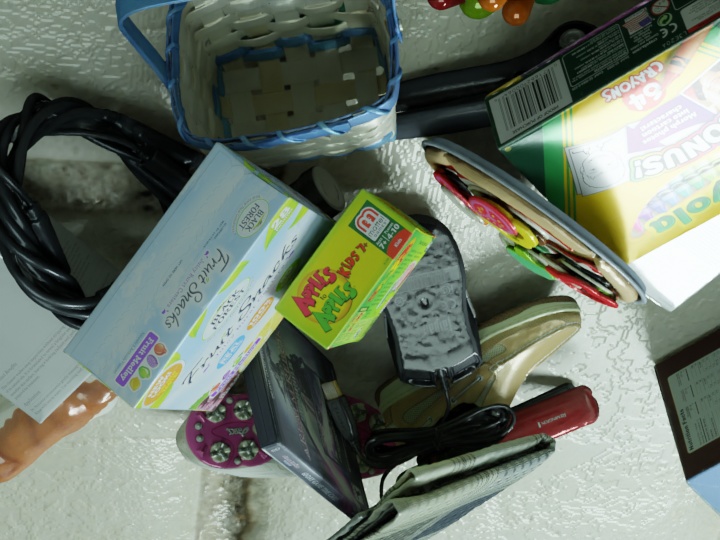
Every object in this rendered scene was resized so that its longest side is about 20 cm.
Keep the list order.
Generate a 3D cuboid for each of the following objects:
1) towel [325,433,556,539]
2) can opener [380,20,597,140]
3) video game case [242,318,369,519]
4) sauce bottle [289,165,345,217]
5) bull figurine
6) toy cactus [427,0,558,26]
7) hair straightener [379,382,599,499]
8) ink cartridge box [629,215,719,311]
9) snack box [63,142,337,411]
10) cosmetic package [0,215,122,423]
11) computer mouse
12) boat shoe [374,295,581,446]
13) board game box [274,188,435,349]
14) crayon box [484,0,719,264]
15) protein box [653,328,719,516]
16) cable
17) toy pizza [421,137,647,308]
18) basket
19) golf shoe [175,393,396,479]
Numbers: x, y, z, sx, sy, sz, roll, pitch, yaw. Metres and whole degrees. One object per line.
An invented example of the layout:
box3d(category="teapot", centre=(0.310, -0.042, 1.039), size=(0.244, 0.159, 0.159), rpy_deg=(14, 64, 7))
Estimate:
box3d(category="towel", centre=(0.036, 0.196, 1.447), size=(0.200, 0.035, 0.193), rpy_deg=(-14, 160, -46))
box3d(category="can opener", centre=(0.103, -0.126, 1.296), size=(0.200, 0.063, 0.079), rpy_deg=(-12, 133, 6))
box3d(category="video game case", centre=(-0.047, 0.103, 1.398), size=(0.019, 0.143, 0.200), rpy_deg=(-21, 151, 11))
box3d(category="sauce bottle", centre=(-0.100, -0.012, 1.382), size=(0.200, 0.065, 0.065), rpy_deg=(-30, 128, 22))
box3d(category="bull figurine", centre=(-0.273, 0.106, 1.477), size=(0.121, 0.065, 0.200), rpy_deg=(34, 119, -26))
box3d(category="toy cactus", centre=(0.154, -0.225, 1.208), size=(0.165, 0.102, 0.200), rpy_deg=(16, 129, -43))
box3d(category="hair straightener", centre=(0.103, 0.149, 1.529), size=(0.200, 0.077, 0.041), rpy_deg=(-27, 97, -11))
box3d(category="ink cartridge box", centre=(0.270, -0.064, 1.377), size=(0.109, 0.050, 0.200), rpy_deg=(32, 122, -28))
box3d(category="snack box", centre=(-0.098, 0.012, 1.216), size=(0.068, 0.200, 0.169), rpy_deg=(37, 93, 12))
box3d(category="cosmetic package", centre=(-0.276, 0.007, 1.342), size=(0.200, 0.081, 0.113), rpy_deg=(42, 120, -14))
box3d(category="computer mouse", centre=(0.031, 0.058, 1.434), size=(0.140, 0.046, 0.200), rpy_deg=(-18, 102, 4))
box3d(category="boat shoe", centre=(0.105, 0.093, 1.479), size=(0.200, 0.076, 0.072), rpy_deg=(-34, 151, 29))
box3d(category="board game box", centre=(0.000, 0.000, 1.292), size=(0.048, 0.200, 0.102), rpy_deg=(36, 93, 5))
box3d(category="crayon box", centre=(0.217, -0.105, 1.250), size=(0.200, 0.058, 0.173), rpy_deg=(-30, 135, 20))
box3d(category="protein box", centre=(0.391, 0.131, 1.507), size=(0.200, 0.135, 0.199), rpy_deg=(-32, 128, 22))
box3d(category="cable", centre=(-0.194, -0.039, 1.293), size=(0.200, 0.163, 0.051), rpy_deg=(26, 162, -36))
box3d(category="toy pizza", centre=(0.121, -0.028, 1.308), size=(0.200, 0.200, 0.032), rpy_deg=(37, 88, -32))
box3d(category="basket", centre=(-0.057, -0.149, 1.195), size=(0.176, 0.139, 0.200), rpy_deg=(-10, 163, 4))
box3d(category="golf shoe", centre=(-0.063, 0.143, 1.537), size=(0.200, 0.075, 0.092), rpy_deg=(9, 163, -22))
